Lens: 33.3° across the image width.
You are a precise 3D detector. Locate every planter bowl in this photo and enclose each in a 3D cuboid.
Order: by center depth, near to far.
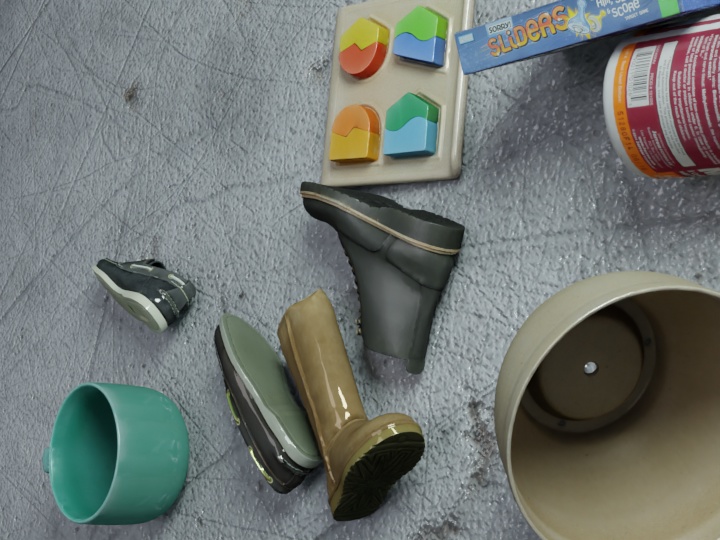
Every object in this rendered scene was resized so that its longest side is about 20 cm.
[{"bbox_3d":[0.178,0.086,0.835,0.135,0.198,0.202,-119,50,-69],"label":"planter bowl"}]

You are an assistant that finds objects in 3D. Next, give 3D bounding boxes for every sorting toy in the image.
[{"bbox_3d":[0.028,-0.176,1.151,0.199,0.036,0.187,-1,81,48],"label":"sorting toy"}]

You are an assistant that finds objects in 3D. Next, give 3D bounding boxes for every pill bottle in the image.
[{"bbox_3d":[0.273,-0.123,0.812,0.199,0.109,0.111,-1,82,48],"label":"pill bottle"}]

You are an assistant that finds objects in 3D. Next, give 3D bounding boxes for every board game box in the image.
[{"bbox_3d":[0.187,-0.193,0.903,0.199,0.135,0.035,-8,100,46],"label":"board game box"}]

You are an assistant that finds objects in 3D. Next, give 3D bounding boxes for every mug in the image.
[{"bbox_3d":[-0.269,0.198,1.346,0.185,0.114,0.153,33,107,47],"label":"mug"}]

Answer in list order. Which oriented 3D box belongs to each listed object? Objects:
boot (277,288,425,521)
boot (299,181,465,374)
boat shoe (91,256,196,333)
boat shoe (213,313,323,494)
[{"bbox_3d":[-0.019,0.105,1.099,0.176,0.065,0.202,-57,43,49],"label":"boot"},{"bbox_3d":[0.000,0.000,1.123,0.199,0.077,0.140,25,105,49],"label":"boot"},{"bbox_3d":[-0.258,0.019,1.423,0.068,0.072,0.199,-45,32,-17],"label":"boat shoe"},{"bbox_3d":[-0.105,0.130,1.209,0.061,0.071,0.202,-50,52,23],"label":"boat shoe"}]
